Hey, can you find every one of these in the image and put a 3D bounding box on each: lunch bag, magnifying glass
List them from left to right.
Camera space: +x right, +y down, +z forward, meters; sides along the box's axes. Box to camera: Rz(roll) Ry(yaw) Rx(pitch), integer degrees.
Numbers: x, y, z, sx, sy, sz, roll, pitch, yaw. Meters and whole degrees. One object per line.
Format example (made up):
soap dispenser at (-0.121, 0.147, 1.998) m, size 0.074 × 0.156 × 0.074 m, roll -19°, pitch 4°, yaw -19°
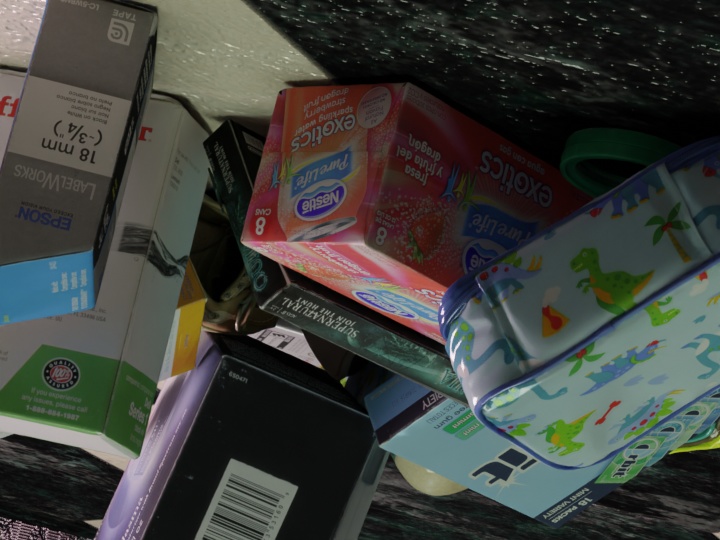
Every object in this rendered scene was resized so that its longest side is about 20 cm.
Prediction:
lunch bag at (0.150, 0.021, 1.473) m, size 0.200 × 0.083 × 0.161 m, roll -33°, pitch 150°, yaw 16°
magnifying glass at (0.164, -0.037, 1.551) m, size 0.079 × 0.022 × 0.200 m, roll 9°, pitch 164°, yaw 21°

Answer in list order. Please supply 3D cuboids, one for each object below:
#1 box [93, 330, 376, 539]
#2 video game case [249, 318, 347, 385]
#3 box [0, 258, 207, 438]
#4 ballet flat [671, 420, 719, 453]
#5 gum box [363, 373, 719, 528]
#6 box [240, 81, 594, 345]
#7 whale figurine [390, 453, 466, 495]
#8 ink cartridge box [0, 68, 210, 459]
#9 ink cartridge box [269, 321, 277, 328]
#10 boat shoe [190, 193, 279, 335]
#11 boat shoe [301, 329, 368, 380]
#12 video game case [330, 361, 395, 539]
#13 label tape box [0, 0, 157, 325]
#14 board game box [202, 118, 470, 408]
box at (-0.092, 0.153, 1.888) m, size 0.123 × 0.201 × 0.198 m, roll 24°, pitch -178°, yaw -10°
video game case at (-0.012, 0.071, 2.154) m, size 0.181 × 0.023 × 0.200 m, roll 17°, pitch 165°, yaw -9°
box at (-0.198, 0.057, 1.762) m, size 0.199 × 0.042 × 0.119 m, roll -18°, pitch 160°, yaw -15°
ballet flat at (0.210, 0.105, 1.991) m, size 0.067 × 0.067 × 0.200 m, roll -2°, pitch 177°, yaw -37°
gum box at (0.129, 0.083, 1.823) m, size 0.170 × 0.045 × 0.200 m, roll -37°, pitch 140°, yaw 23°
box at (0.043, -0.024, 1.556) m, size 0.102 × 0.095 × 0.200 m, roll 2°, pitch 162°, yaw 44°
whale figurine at (0.077, 0.071, 1.916) m, size 0.159 × 0.104 × 0.200 m, roll -24°, pitch 158°, yaw -18°
ink cartridge box at (-0.181, -0.006, 1.644) m, size 0.146 × 0.201 × 0.084 m, roll 11°, pitch 169°, yaw 15°
ink cartridge box at (-0.177, -0.001, 1.987) m, size 0.199 × 0.044 × 0.173 m, roll 21°, pitch 166°, yaw -26°
boat shoe at (-0.099, -0.007, 1.819) m, size 0.063 × 0.074 × 0.200 m, roll 8°, pitch 165°, yaw 35°
boat shoe at (0.001, 0.030, 1.890) m, size 0.057 × 0.067 × 0.200 m, roll -24°, pitch 178°, yaw -12°
video game case at (0.001, 0.108, 1.903) m, size 0.017 × 0.201 × 0.143 m, roll 24°, pitch 165°, yaw -11°
label tape box at (-0.163, -0.033, 1.508) m, size 0.063 × 0.201 × 0.144 m, roll 14°, pitch 167°, yaw -2°
board game box at (0.000, 0.000, 1.651) m, size 0.028 × 0.136 × 0.200 m, roll -42°, pitch 135°, yaw 23°
